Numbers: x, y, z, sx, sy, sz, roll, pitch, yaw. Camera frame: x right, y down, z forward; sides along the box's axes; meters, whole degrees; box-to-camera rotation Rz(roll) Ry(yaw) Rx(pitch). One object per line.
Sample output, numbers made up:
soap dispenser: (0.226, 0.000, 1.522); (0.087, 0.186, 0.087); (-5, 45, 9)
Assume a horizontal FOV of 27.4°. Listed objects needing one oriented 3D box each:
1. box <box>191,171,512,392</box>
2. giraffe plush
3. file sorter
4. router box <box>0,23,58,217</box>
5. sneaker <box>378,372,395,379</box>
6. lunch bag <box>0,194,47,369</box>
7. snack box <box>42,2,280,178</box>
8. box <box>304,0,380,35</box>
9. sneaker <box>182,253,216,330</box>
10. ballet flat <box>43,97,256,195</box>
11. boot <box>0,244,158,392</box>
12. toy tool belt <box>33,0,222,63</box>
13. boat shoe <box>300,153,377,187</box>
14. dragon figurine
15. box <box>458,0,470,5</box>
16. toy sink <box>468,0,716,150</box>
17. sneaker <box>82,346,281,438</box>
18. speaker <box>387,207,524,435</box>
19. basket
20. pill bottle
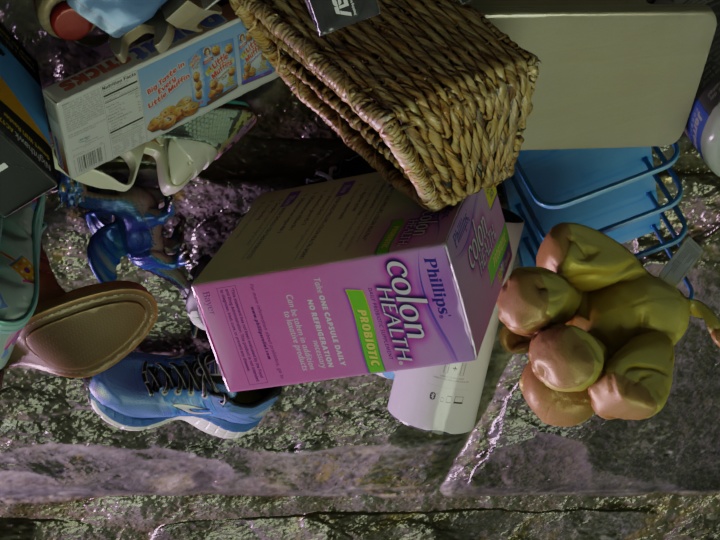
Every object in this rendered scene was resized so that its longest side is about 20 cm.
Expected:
box: (0.000, 0.000, 1.141); (0.200, 0.176, 0.097); (-10, 112, 19)
giraffe plush: (0.188, 0.063, 1.239); (0.200, 0.173, 0.162); (-24, 161, -35)
file sorter: (0.212, -0.048, 1.308); (0.139, 0.123, 0.200); (-20, 137, 0)
router box: (-0.291, -0.149, 1.000); (0.051, 0.149, 0.200); (-30, 136, 11)
sneaker: (0.016, 0.030, 1.352); (0.072, 0.072, 0.200); (-10, 132, 10)
lunch bag: (-0.309, -0.023, 1.081); (0.160, 0.200, 0.077); (13, 133, -21)
snack box: (-0.139, -0.142, 1.098); (0.200, 0.024, 0.072); (-30, 141, -26)
box: (-0.049, -0.271, 0.934); (0.044, 0.200, 0.160); (-19, 137, -1)
sneaker: (-0.083, 0.037, 1.271); (0.090, 0.067, 0.200); (11, 165, 20)
ballet flat: (-0.174, -0.094, 1.143); (0.200, 0.071, 0.069); (-1, 159, -26)
boot: (-0.253, 0.024, 1.178); (0.200, 0.155, 0.077); (-29, 127, 14)
toy tool belt: (-0.151, -0.210, 1.011); (0.125, 0.123, 0.200); (28, 119, -38)
boat shoe: (-0.020, -0.057, 1.255); (0.068, 0.072, 0.200); (24, 128, -38)
dragon figurine: (-0.195, -0.024, 1.222); (0.099, 0.059, 0.200); (-15, 132, -4)
box: (0.041, -0.294, 1.009); (0.060, 0.117, 0.200); (-29, 135, 4)
toy sink: (0.157, -0.180, 1.166); (0.200, 0.112, 0.131); (-3, 134, -11)
sneaker: (-0.158, 0.098, 1.337); (0.200, 0.079, 0.089); (9, 144, -38)
speaker: (0.084, 0.038, 1.302); (0.081, 0.081, 0.200); (6, 105, -25)
basket: (0.005, -0.128, 1.073); (0.149, 0.200, 0.143); (-26, 146, -32)
pill bottle: (0.311, -0.142, 1.196); (0.114, 0.200, 0.114); (-10, 135, -10)
